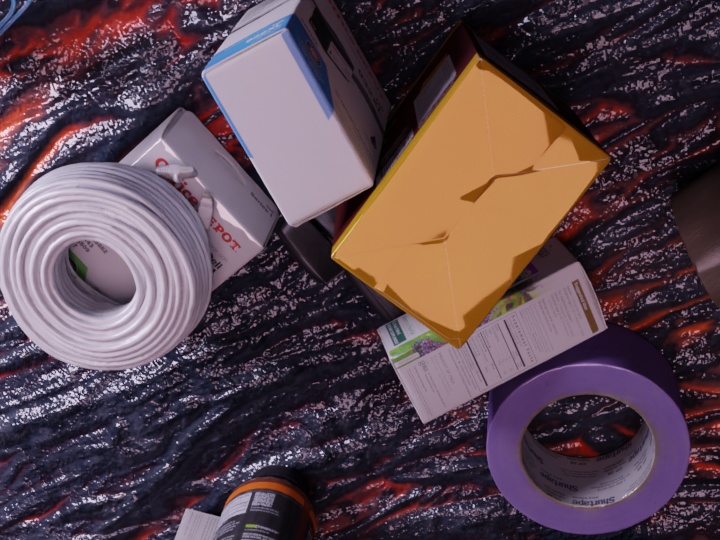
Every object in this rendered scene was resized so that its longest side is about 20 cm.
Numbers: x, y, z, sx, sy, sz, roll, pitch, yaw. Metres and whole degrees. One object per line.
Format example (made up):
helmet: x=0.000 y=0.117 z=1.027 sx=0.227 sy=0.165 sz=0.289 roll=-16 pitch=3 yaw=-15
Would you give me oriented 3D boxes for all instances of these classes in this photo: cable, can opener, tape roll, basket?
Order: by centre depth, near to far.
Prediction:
basket: x=0.385 y=-0.058 z=1.036 sx=0.198 sy=0.137 sz=0.181 roll=-25 pitch=116 yaw=22
cable: x=-0.233 y=0.000 z=1.086 sx=0.196 sy=0.069 sz=0.203 roll=4 pitch=117 yaw=6
can opener: x=0.000 y=0.000 z=1.159 sx=0.079 sy=0.063 sz=0.200 roll=-45 pitch=115 yaw=-3
tape roll: x=0.226 y=0.158 z=1.189 sx=0.196 sy=0.085 sz=0.203 roll=3 pitch=116 yaw=6

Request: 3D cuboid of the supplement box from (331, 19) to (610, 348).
supplement box: x=0.084 y=-0.080 z=1.008 sx=0.132 sy=0.200 sz=0.198 roll=34 pitch=106 yaw=-11

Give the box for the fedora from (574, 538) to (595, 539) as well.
fedora: x=0.237 y=0.365 z=1.286 sx=0.197 sy=0.092 sz=0.204 roll=3 pitch=117 yaw=6

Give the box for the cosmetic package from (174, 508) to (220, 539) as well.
cosmetic package: x=-0.118 y=0.356 z=1.335 sx=0.197 sy=0.085 sz=0.109 roll=14 pitch=118 yaw=0

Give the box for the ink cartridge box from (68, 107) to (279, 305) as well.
ink cartridge box: x=-0.200 y=-0.034 z=1.151 sx=0.199 sy=0.084 sz=0.145 roll=-37 pitch=106 yaw=22

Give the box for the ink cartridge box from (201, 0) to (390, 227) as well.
ink cartridge box: x=-0.047 y=-0.152 z=1.007 sx=0.083 sy=0.201 sz=0.146 roll=-25 pitch=111 yaw=17

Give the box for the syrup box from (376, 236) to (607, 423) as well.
syrup box: x=0.124 y=0.055 z=1.125 sx=0.198 sy=0.079 sz=0.082 roll=-28 pitch=111 yaw=1

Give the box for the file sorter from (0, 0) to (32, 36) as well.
file sorter: x=-0.388 y=-0.229 z=1.017 sx=0.122 sy=0.201 sz=0.139 roll=-38 pitch=106 yaw=20

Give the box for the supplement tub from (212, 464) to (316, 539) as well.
supplement tub: x=-0.103 y=0.290 z=1.235 sx=0.105 sy=0.201 sz=0.109 roll=4 pitch=117 yaw=7
